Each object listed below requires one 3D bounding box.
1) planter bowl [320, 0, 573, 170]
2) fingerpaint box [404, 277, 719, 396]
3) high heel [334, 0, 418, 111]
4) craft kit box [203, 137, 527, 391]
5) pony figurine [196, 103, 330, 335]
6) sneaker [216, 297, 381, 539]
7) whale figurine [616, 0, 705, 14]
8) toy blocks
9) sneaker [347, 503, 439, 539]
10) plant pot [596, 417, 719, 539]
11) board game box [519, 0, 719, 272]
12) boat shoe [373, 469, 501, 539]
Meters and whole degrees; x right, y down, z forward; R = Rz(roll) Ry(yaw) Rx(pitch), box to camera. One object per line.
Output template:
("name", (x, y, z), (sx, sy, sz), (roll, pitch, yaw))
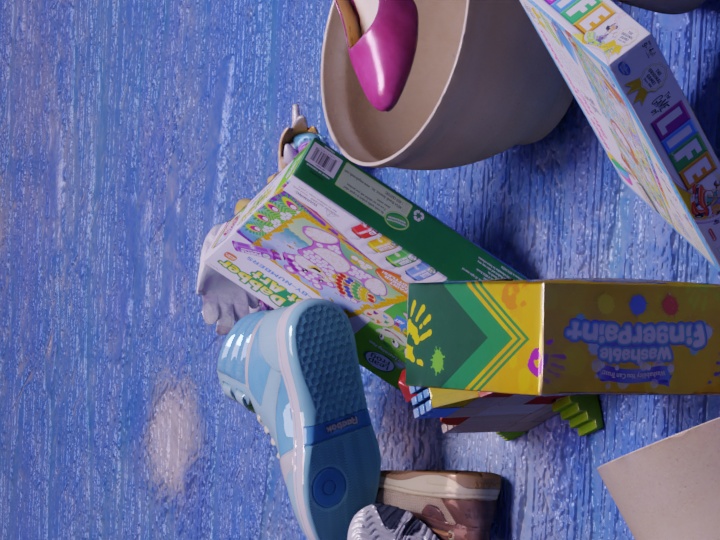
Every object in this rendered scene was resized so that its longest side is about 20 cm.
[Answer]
("planter bowl", (0.078, -0.163, 1.665), (0.200, 0.135, 0.201), (-26, 60, 55))
("fingerpaint box", (0.155, 0.042, 1.461), (0.167, 0.200, 0.073), (0, 88, 62))
("high heel", (-0.015, -0.207, 1.608), (0.067, 0.096, 0.200), (-33, 52, 51))
("craft kit box", (0.000, 0.000, 1.754), (0.049, 0.200, 0.198), (-61, 10, -26))
("pony figurine", (-0.064, -0.021, 1.950), (0.200, 0.166, 0.193), (118, 152, -65))
("sneaker", (-0.054, 0.121, 1.809), (0.130, 0.079, 0.200), (-1, 94, 53))
("whale figurine", (0.148, -0.243, 1.499), (0.159, 0.200, 0.104), (-43, -24, -79))
("toy blocks", (0.096, 0.073, 1.635), (0.200, 0.137, 0.100), (-36, 58, 56))
("sneaker", (0.038, 0.284, 1.767), (0.199, 0.079, 0.130), (52, 148, 5))
("plant pot", (0.258, 0.176, 1.317), (0.187, 0.187, 0.200), (-32, 75, 57))
("board game box", (0.177, -0.101, 1.461), (0.200, 0.034, 0.134), (55, 177, -40))
("boat shoe", (0.042, 0.195, 1.807), (0.200, 0.072, 0.072), (-7, 82, 55))
